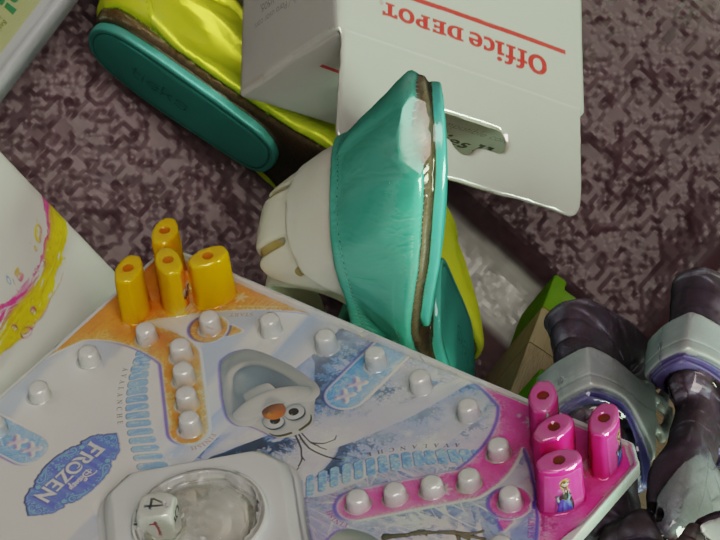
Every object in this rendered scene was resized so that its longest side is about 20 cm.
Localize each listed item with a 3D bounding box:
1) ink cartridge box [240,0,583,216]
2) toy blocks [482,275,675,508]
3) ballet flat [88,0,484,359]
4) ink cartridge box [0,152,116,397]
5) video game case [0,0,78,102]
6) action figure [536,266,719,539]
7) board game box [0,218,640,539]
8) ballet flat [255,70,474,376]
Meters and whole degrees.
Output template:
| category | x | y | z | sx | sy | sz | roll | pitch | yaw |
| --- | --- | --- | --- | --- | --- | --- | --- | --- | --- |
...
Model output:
| category | x | y | z | sx | sy | sz | roll | pitch | yaw |
| --- | --- | --- | --- | --- | --- | --- | --- | --- | --- |
| ink cartridge box | 0.019 | -0.113 | 1.042 | 0.117 | 0.067 | 0.200 | 16 | 63 | -32 |
| toy blocks | 0.095 | 0.105 | 1.031 | 0.137 | 0.200 | 0.100 | 34 | 123 | -6 |
| ballet flat | -0.014 | -0.051 | 1.075 | 0.200 | 0.067 | 0.067 | 42 | 64 | -1 |
| ink cartridge box | -0.142 | 0.031 | 0.971 | 0.200 | 0.067 | 0.116 | 48 | 46 | -36 |
| video game case | -0.153 | -0.189 | 1.048 | 0.182 | 0.022 | 0.200 | 39 | 100 | 1 |
| action figure | 0.094 | 0.088 | 0.902 | 0.069 | 0.130 | 0.200 | 41 | 41 | -25 |
| board game box | -0.049 | 0.076 | 0.861 | 0.200 | 0.026 | 0.200 | 22 | 49 | 32 |
| ballet flat | 0.000 | 0.000 | 0.964 | 0.070 | 0.200 | 0.067 | 0 | 61 | 5 |
